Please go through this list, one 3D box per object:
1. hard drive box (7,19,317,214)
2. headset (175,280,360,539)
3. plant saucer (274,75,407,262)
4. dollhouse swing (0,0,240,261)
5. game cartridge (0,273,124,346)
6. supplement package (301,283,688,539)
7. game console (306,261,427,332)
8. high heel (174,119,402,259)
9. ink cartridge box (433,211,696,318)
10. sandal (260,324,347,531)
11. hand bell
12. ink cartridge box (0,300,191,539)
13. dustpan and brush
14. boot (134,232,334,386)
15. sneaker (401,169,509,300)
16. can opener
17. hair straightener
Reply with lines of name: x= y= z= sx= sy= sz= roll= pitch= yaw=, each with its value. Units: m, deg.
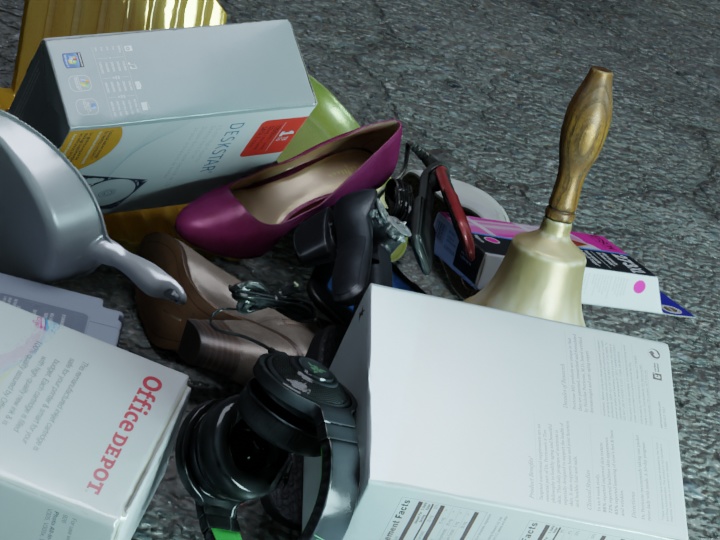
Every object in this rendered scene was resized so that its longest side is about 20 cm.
hard drive box: x=-0.156 y=-0.112 z=1.688 sx=0.199 sy=0.156 sz=0.077 roll=-9 pitch=69 yaw=-27
headset: x=-0.047 y=0.094 z=1.345 sx=0.094 sy=0.123 sz=0.201 roll=15 pitch=49 yaw=-40
plant saucer: x=-0.035 y=-0.085 z=1.876 sx=0.200 sy=0.031 sz=0.200 roll=44 pitch=25 yaw=-26
dollhouse swing: x=-0.184 y=-0.129 z=1.795 sx=0.199 sy=0.177 sz=0.182 roll=8 pitch=25 yaw=-23
game cartridge: x=-0.234 y=0.063 z=1.518 sx=0.133 sy=0.041 sz=0.200 roll=18 pitch=23 yaw=-7
supplement package: x=0.077 y=0.128 z=1.390 sx=0.199 sy=0.151 sz=0.152 roll=12 pitch=48 yaw=-12
game console: x=0.068 y=0.021 z=1.675 sx=0.175 sy=0.117 sz=0.200 roll=-13 pitch=15 yaw=11
high heel: x=-0.054 y=-0.070 z=1.707 sx=0.200 sy=0.096 sz=0.067 roll=-19 pitch=59 yaw=-47
ink cartridge box: x=0.160 y=-0.003 z=1.746 sx=0.199 sy=0.037 sz=0.095 roll=10 pitch=16 yaw=-26
sandal: x=-0.035 y=0.112 z=1.513 sx=0.075 sy=0.045 sz=0.200 roll=53 pitch=28 yaw=-20
hand bell: x=0.142 y=-0.048 z=1.585 sx=0.104 sy=0.201 sz=0.104 roll=13 pitch=17 yaw=-4
ink cartridge box: x=-0.219 y=0.098 z=1.346 sx=0.199 sy=0.088 sz=0.146 roll=20 pitch=37 yaw=3
dustpan and brush: x=-0.210 y=-0.025 z=1.610 sx=0.200 sy=0.140 sz=0.057 roll=38 pitch=45 yaw=25
boot: x=-0.075 y=0.041 z=1.647 sx=0.146 sy=0.070 sz=0.200 roll=12 pitch=25 yaw=-27
sneaker: x=0.108 y=-0.027 z=1.896 sx=0.084 sy=0.073 sz=0.200 roll=8 pitch=27 yaw=-31
can opener: x=0.000 y=0.000 z=1.580 sx=0.063 sy=0.078 sz=0.200 roll=51 pitch=10 yaw=-21
hair straightener: x=0.038 y=-0.051 z=1.718 sx=0.077 sy=0.041 sz=0.200 roll=-18 pitch=28 yaw=3
